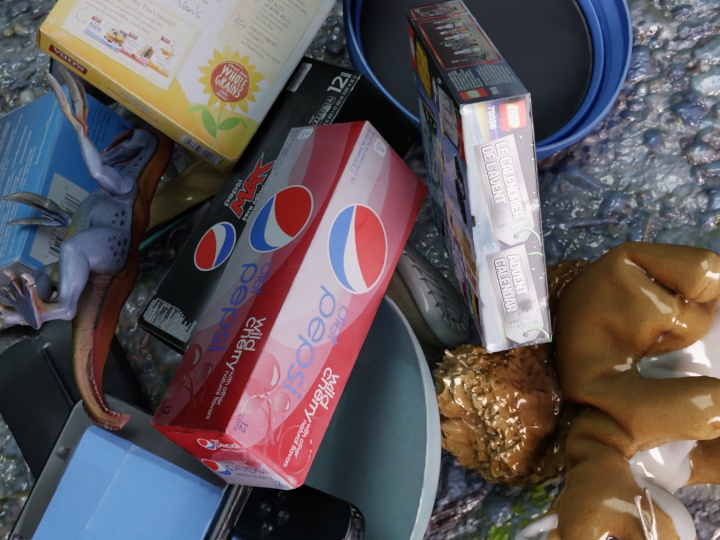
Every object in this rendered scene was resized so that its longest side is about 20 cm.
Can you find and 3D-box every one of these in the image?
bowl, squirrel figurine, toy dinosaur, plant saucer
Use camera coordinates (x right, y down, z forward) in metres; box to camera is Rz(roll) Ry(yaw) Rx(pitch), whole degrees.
[{"bbox_3d":[0.083,-0.162,0.995,0.198,0.039,0.203,5,68,-12],"label":"bowl"},{"bbox_3d":[0.135,0.090,0.841,0.199,0.141,0.188,11,74,41],"label":"squirrel figurine"},{"bbox_3d":[-0.165,-0.019,0.935,0.181,0.201,0.105,-37,5,-42],"label":"toy dinosaur"},{"bbox_3d":[0.000,0.111,0.865,0.200,0.038,0.203,-27,58,55],"label":"plant saucer"}]

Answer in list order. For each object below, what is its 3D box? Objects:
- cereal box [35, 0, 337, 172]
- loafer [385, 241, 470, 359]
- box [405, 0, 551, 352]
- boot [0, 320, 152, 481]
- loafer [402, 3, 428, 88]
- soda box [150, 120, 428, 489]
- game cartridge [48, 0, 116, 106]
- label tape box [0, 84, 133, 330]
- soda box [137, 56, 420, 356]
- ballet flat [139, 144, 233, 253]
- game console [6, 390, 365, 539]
[{"bbox_3d":[-0.089,-0.184,0.923,0.143,0.039,0.201,34,75,-9],"label":"cereal box"},{"bbox_3d":[0.000,0.000,0.968,0.070,0.075,0.200,-48,45,6],"label":"loafer"},{"bbox_3d":[0.064,-0.061,0.836,0.039,0.138,0.200,-10,25,-2],"label":"box"},{"bbox_3d":[-0.201,0.136,0.951,0.164,0.066,0.201,-26,60,-11],"label":"boot"},{"bbox_3d":[0.040,-0.180,1.062,0.070,0.068,0.203,-13,59,37],"label":"loafer"},{"bbox_3d":[-0.036,0.017,0.825,0.063,0.070,0.202,-1,57,42],"label":"soda box"},{"bbox_3d":[-0.152,-0.172,1.029,0.128,0.200,0.039,-20,80,-19],"label":"game cartridge"},{"bbox_3d":[-0.261,-0.033,1.069,0.199,0.066,0.145,-19,51,43],"label":"label tape box"},{"bbox_3d":[-0.050,-0.028,0.918,0.063,0.071,0.201,23,78,47],"label":"soda box"},{"bbox_3d":[-0.116,-0.066,1.015,0.199,0.069,0.063,-26,97,28],"label":"ballet flat"},{"bbox_3d":[-0.118,0.190,0.827,0.175,0.116,0.202,10,72,55],"label":"game console"}]
